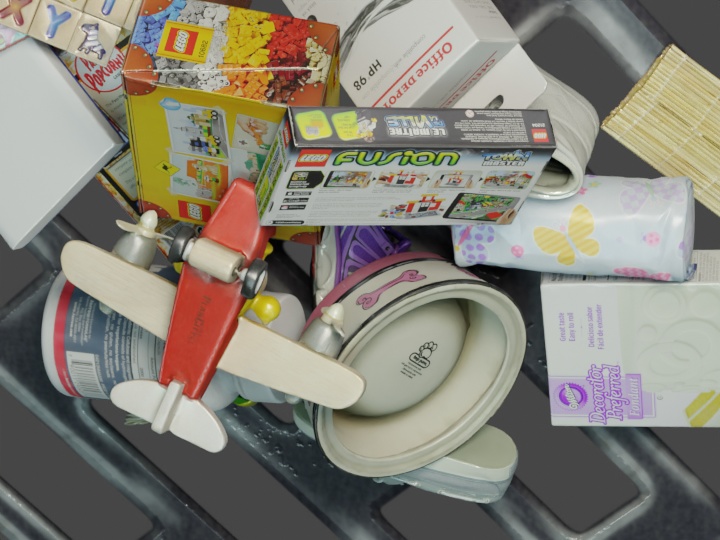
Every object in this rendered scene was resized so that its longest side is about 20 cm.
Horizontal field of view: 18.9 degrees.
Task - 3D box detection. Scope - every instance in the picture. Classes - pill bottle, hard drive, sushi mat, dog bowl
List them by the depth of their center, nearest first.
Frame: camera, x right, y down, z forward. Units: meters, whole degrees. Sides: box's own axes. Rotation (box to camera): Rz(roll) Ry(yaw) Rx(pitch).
[{"bbox_3d":[0.296,-0.090,1.730,0.200,0.012,0.096,35,119,-11],"label":"sushi mat"},{"bbox_3d":[-0.293,-0.136,1.741,0.132,0.025,0.200,-42,81,23],"label":"hard drive"},{"bbox_3d":[0.034,0.071,1.782,0.200,0.074,0.201,-19,134,-21],"label":"dog bowl"},{"bbox_3d":[-0.152,0.056,1.805,0.199,0.120,0.120,5,121,20],"label":"pill bottle"}]

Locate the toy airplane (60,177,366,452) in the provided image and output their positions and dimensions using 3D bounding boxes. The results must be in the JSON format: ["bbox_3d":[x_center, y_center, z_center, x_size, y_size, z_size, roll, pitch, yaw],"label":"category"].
[{"bbox_3d":[-0.112,0.036,1.679,0.199,0.141,0.200,-19,106,26],"label":"toy airplane"}]

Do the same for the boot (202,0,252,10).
[{"bbox_3d":[-0.025,-0.245,1.605,0.199,0.068,0.189,16,91,27],"label":"boot"}]

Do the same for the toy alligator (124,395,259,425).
[{"bbox_3d":[-0.117,0.090,1.880,0.199,0.059,0.054,-12,75,17],"label":"toy alligator"}]

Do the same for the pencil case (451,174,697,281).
[{"bbox_3d":[0.170,-0.039,1.734,0.199,0.091,0.083,3,111,9],"label":"pencil case"}]

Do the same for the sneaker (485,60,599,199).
[{"bbox_3d":[0.095,-0.131,1.680,0.200,0.116,0.074,29,122,-7],"label":"sneaker"}]

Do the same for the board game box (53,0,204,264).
[{"bbox_3d":[-0.158,-0.123,1.766,0.151,0.046,0.200,-32,110,24],"label":"board game box"}]

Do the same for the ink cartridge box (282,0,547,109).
[{"bbox_3d":[0.036,-0.180,1.632,0.116,0.067,0.200,-44,70,27],"label":"ink cartridge box"}]

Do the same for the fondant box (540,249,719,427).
[{"bbox_3d":[0.253,0.057,1.789,0.199,0.058,0.145,0,123,13],"label":"fondant box"}]

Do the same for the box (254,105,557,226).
[{"bbox_3d":[0.032,-0.075,1.581,0.199,0.035,0.110,0,149,-18],"label":"box"}]

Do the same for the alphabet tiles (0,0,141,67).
[{"bbox_3d":[-0.197,-0.247,1.678,0.199,0.008,0.168,22,94,-7],"label":"alphabet tiles"}]

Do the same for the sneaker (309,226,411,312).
[{"bbox_3d":[0.000,0.000,1.796,0.083,0.081,0.201,-1,123,-4],"label":"sneaker"}]

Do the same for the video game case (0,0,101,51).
[{"bbox_3d":[-0.306,-0.239,1.692,0.199,0.017,0.143,-26,99,5],"label":"video game case"}]

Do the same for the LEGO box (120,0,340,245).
[{"bbox_3d":[-0.094,-0.110,1.637,0.148,0.077,0.200,11,151,4],"label":"LEGO box"}]

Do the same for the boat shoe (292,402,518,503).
[{"bbox_3d":[0.035,0.159,1.881,0.200,0.070,0.072,15,132,7],"label":"boat shoe"}]
